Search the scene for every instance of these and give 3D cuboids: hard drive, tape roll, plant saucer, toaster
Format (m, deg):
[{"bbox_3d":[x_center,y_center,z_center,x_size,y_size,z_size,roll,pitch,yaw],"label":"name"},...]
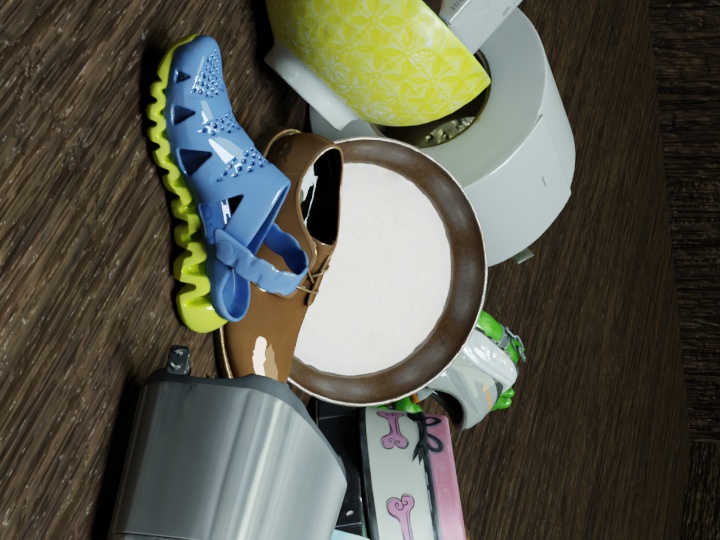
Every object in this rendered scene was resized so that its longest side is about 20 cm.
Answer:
[{"bbox_3d":[-0.008,0.207,1.275,0.201,0.037,0.141,-96,176,-58],"label":"hard drive"},{"bbox_3d":[0.071,-0.117,1.346,0.139,0.201,0.205,56,38,-61],"label":"tape roll"},{"bbox_3d":[0.000,0.000,1.214,0.034,0.198,0.202,-167,-106,-69],"label":"plant saucer"},{"bbox_3d":[-0.084,0.148,1.009,0.200,0.112,0.130,63,34,-57],"label":"toaster"}]

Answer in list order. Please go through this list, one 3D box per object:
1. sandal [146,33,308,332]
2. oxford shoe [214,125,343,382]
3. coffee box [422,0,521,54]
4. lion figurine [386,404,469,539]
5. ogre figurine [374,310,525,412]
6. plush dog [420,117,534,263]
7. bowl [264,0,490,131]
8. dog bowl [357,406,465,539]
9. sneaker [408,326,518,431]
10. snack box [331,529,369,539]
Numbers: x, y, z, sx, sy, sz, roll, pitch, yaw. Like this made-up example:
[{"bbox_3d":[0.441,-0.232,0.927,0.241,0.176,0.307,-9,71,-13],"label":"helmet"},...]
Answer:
[{"bbox_3d":[-0.083,-0.057,1.056,0.080,0.086,0.202,-53,137,-59],"label":"sandal"},{"bbox_3d":[-0.053,0.001,1.132,0.071,0.071,0.202,5,95,-47],"label":"oxford shoe"},{"bbox_3d":[0.043,-0.274,1.227,0.113,0.200,0.080,-47,159,2],"label":"coffee box"},{"bbox_3d":[0.065,0.206,1.536,0.122,0.072,0.202,47,40,-79],"label":"lion figurine"},{"bbox_3d":[0.056,0.095,1.439,0.121,0.199,0.098,62,-6,-27],"label":"ogre figurine"},{"bbox_3d":[0.087,-0.100,1.524,0.172,0.159,0.201,48,40,-30],"label":"plush dog"},{"bbox_3d":[-0.008,-0.170,1.213,0.108,0.200,0.200,-47,158,3],"label":"bowl"},{"bbox_3d":[0.047,0.204,1.304,0.200,0.073,0.202,-8,90,-87],"label":"dog bowl"},{"bbox_3d":[0.039,0.056,1.331,0.080,0.200,0.074,-56,-167,-15],"label":"sneaker"},{"bbox_3d":[-0.041,0.276,1.128,0.201,0.037,0.117,111,-6,-54],"label":"snack box"}]
